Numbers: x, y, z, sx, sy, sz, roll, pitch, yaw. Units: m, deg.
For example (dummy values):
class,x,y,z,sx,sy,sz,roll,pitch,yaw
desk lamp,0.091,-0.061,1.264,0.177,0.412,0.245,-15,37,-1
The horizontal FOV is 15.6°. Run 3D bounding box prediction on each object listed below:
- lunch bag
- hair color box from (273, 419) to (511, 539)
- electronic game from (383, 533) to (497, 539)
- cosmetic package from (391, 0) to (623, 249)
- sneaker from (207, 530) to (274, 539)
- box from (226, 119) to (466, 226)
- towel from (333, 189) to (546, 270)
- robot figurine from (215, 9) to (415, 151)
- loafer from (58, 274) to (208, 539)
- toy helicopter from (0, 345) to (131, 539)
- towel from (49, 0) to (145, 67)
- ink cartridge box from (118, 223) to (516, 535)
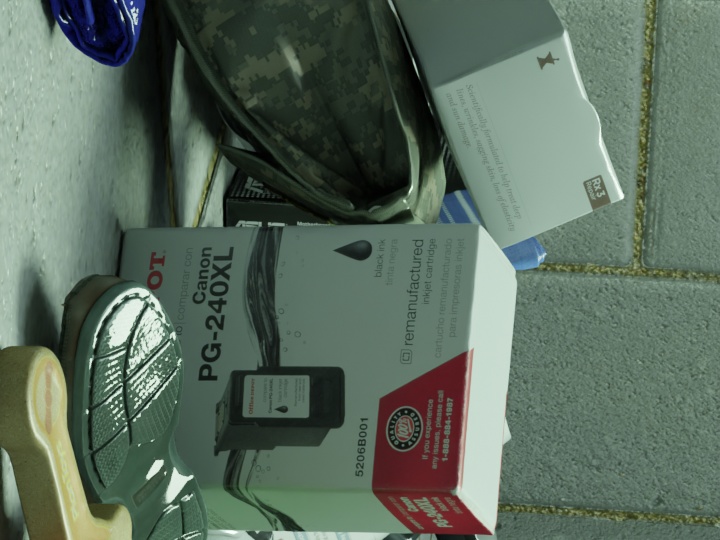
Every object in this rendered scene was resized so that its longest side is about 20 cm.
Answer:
class,x,y,z,sx,sy,sz,roll,pitch,yaw
lunch bag,-0.026,-0.101,1.428,0.200,0.117,0.164,63,3,7
hair color box,-0.006,0.119,1.637,0.061,0.200,0.099,40,-21,38
electronic game,-0.002,0.202,1.745,0.042,0.200,0.200,-176,-91,-73
cosmetic package,0.072,-0.113,1.444,0.200,0.081,0.113,-106,174,-60
sneaker,-0.088,0.209,1.482,0.200,0.075,0.115,87,6,-61
box,0.019,-0.064,1.783,0.200,0.193,0.048,-71,166,-64
towel,0.000,0.000,1.510,0.145,0.200,0.024,-117,-169,-72
robot figurine,-0.022,-0.115,1.627,0.200,0.125,0.151,51,37,-75
loafer,-0.123,0.077,1.258,0.072,0.063,0.200,-43,143,-32
toy helicopter,-0.134,0.129,1.155,0.132,0.079,0.200,-57,140,-59
towel,-0.113,-0.213,1.209,0.148,0.049,0.200,96,1,-52
ink cartridge box,-0.029,0.056,1.366,0.083,0.200,0.145,48,44,-64
